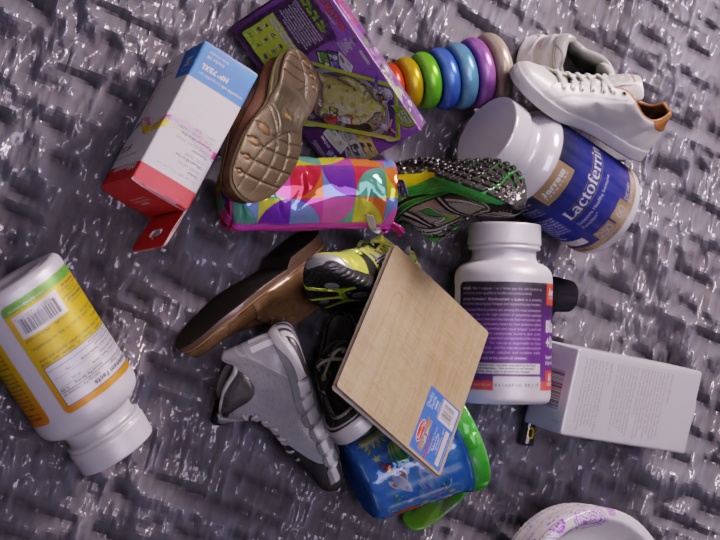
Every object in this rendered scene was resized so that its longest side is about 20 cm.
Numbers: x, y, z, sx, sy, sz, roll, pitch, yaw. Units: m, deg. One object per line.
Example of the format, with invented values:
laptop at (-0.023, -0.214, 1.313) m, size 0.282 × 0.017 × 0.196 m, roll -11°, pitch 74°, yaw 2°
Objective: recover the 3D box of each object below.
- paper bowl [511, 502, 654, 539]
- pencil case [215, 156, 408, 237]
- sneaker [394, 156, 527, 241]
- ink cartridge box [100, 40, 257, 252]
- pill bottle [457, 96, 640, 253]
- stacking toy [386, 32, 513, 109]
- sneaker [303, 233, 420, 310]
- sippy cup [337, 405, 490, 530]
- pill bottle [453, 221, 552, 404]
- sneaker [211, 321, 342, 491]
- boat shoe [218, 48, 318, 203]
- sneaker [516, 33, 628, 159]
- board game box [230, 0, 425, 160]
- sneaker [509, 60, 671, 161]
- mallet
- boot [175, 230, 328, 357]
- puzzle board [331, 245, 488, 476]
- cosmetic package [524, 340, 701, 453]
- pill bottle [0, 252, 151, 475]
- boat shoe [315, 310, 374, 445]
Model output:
paper bowl at (0.244, 0.367, 1.679) m, size 0.200 × 0.104 × 0.202 m, roll 0°, pitch 89°, yaw -26°
pencil case at (-0.052, -0.079, 1.543) m, size 0.199 × 0.088 × 0.089 m, roll 1°, pitch 88°, yaw -14°
sneaker at (0.104, -0.075, 1.578) m, size 0.078 × 0.200 × 0.086 m, roll -23°, pitch 109°, yaw -36°
ink cartridge box at (-0.192, -0.122, 1.474) m, size 0.067 × 0.116 × 0.200 m, roll 31°, pitch 75°, yaw -20°
pill bottle at (0.212, -0.109, 1.658) m, size 0.200 × 0.116 × 0.116 m, roll 28°, pitch 77°, yaw -31°
stacking toy at (0.066, -0.207, 1.630) m, size 0.199 × 0.085 × 0.086 m, roll -13°, pitch 94°, yaw -19°
sneaker at (0.000, 0.000, 1.568) m, size 0.200 × 0.075 × 0.077 m, roll 17°, pitch 62°, yaw -58°
sippy cup at (0.051, 0.199, 1.580) m, size 0.130 × 0.140 × 0.178 m, roll -24°, pitch 92°, yaw -16°
pill bottle at (0.160, 0.048, 1.643) m, size 0.111 × 0.111 × 0.201 m, roll 2°, pitch 88°, yaw -26°
sneaker at (-0.096, 0.157, 1.550) m, size 0.115 × 0.075 × 0.201 m, roll -19°, pitch 110°, yaw -2°
boat shoe at (-0.102, -0.141, 1.493) m, size 0.072 × 0.067 × 0.201 m, roll 48°, pitch 44°, yaw -32°
sneaker at (0.274, -0.200, 1.712) m, size 0.200 × 0.099 × 0.078 m, roll 39°, pitch 73°, yaw -20°
board game box at (-0.034, -0.207, 1.559) m, size 0.200 × 0.120 × 0.032 m, roll 55°, pitch 32°, yaw -15°
sneaker at (0.259, -0.200, 1.632) m, size 0.199 × 0.073 × 0.085 m, roll 22°, pitch 122°, yaw -26°
mallet at (0.200, 0.101, 1.705) m, size 0.066 × 0.041 × 0.201 m, roll 17°, pitch 85°, yaw -26°
boot at (-0.103, 0.041, 1.543) m, size 0.200 × 0.074 × 0.076 m, roll -37°, pitch 114°, yaw -24°
puzzle board at (0.053, 0.091, 1.502) m, size 0.151 × 0.017 × 0.200 m, roll 43°, pitch 46°, yaw -21°
cosmetic package at (0.296, 0.147, 1.711) m, size 0.199 × 0.071 × 0.102 m, roll 13°, pitch 90°, yaw -32°
pill bottle at (-0.289, 0.094, 1.424) m, size 0.111 × 0.111 × 0.200 m, roll -36°, pitch 104°, yaw -22°
boat shoe at (-0.019, 0.108, 1.523) m, size 0.071 × 0.200 × 0.064 m, roll -34°, pitch 111°, yaw 14°
